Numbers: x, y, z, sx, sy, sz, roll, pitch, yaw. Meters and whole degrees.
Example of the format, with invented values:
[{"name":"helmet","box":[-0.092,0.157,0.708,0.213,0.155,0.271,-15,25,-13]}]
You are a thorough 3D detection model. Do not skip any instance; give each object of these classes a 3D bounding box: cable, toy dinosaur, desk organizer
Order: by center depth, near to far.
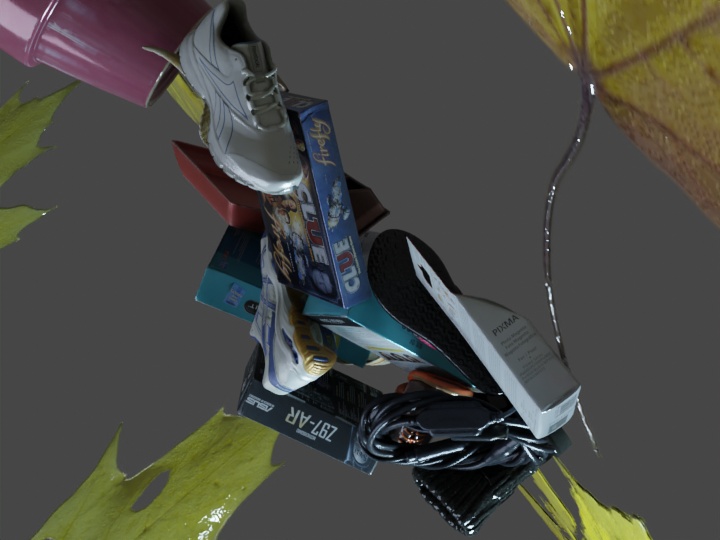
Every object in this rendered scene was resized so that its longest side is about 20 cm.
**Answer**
[{"name":"cable","box":[0.092,0.164,1.688,0.163,0.199,0.051,39,-131,-57]},{"name":"toy dinosaur","box":[-0.129,-0.172,1.710,0.200,0.101,0.058,55,173,-35]},{"name":"desk organizer","box":[-0.049,-0.092,1.779,0.077,0.072,0.200,55,173,-24]}]

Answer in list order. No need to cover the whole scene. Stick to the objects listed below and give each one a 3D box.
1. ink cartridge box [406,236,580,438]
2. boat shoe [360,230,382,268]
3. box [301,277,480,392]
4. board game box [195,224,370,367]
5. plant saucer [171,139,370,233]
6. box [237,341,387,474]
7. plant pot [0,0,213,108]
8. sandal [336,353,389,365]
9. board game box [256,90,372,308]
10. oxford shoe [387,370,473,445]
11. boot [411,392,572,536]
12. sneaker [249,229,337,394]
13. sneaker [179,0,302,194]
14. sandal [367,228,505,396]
[{"name":"ink cartridge box","box":[0.122,0.054,1.531,0.200,0.057,0.163,58,177,14]},{"name":"boat shoe","box":[0.000,0.000,1.797,0.200,0.072,0.071,-33,-54,-78]},{"name":"box","box":[0.043,0.065,1.721,0.200,0.049,0.082,30,164,-32]},{"name":"board game box","box":[-0.072,0.021,1.877,0.200,0.047,0.151,23,-155,-2]},{"name":"plant saucer","box":[-0.109,-0.082,1.967,0.200,0.037,0.200,14,-163,-33]},{"name":"box","box":[-0.051,0.145,1.845,0.160,0.044,0.200,25,-170,-6]},{"name":"plant pot","box":[-0.262,-0.272,1.757,0.179,0.200,0.200,35,175,-3]},{"name":"sandal","box":[0.008,0.077,1.958,0.200,0.081,0.054,1,-167,-44]},{"name":"board game box","box":[-0.057,-0.072,1.623,0.135,0.035,0.201,19,127,57]},{"name":"oxford shoe","box":[0.070,0.154,1.762,0.071,0.073,0.200,21,165,-2]},{"name":"boot","box":[0.120,0.190,1.834,0.079,0.158,0.211,52,174,-25]},{"name":"sneaker","box":[-0.087,0.035,1.754,0.075,0.088,0.200,23,-137,-36]},{"name":"sneaker","box":[-0.106,-0.160,1.536,0.200,0.074,0.087,62,144,19]},{"name":"sandal","box":[0.079,0.045,1.649,0.200,0.075,0.045,47,176,4]}]
